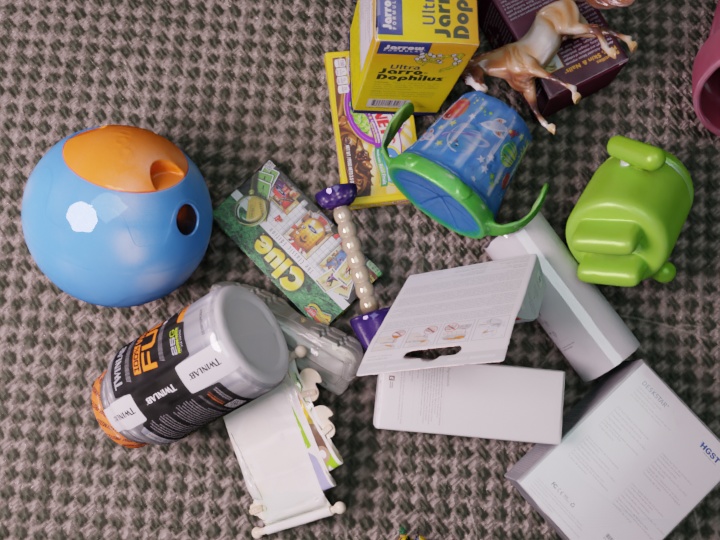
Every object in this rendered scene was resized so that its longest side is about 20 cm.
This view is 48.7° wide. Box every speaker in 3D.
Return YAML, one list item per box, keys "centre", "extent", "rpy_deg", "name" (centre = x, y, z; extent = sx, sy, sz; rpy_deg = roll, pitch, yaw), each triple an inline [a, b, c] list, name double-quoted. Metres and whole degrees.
- centre: [0.234, 0.030, 0.931]
  extent: [0.081, 0.081, 0.200]
  rpy_deg: [-35, 82, -6]
  name: "speaker"

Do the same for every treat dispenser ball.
- centre: [-0.265, -0.059, 0.876]
  extent: [0.201, 0.201, 0.201]
  rpy_deg: [0, 81, -1]
  name: "treat dispenser ball"

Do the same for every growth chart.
- centre: [-0.087, 0.194, 0.891]
  extent: [0.145, 0.018, 0.200]
  rpy_deg: [-17, 87, 22]
  name: "growth chart"

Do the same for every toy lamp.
- centre: [0.000, 0.000, 0.923]
  extent: [0.058, 0.058, 0.200]
  rpy_deg: [-14, 83, -3]
  name: "toy lamp"

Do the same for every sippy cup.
- centre: [0.122, -0.127, 0.906]
  extent: [0.178, 0.140, 0.130]
  rpy_deg: [40, 82, -19]
  name: "sippy cup"

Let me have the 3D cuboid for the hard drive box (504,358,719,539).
- centre: [0.293, 0.225, 0.902]
  extent: [0.200, 0.077, 0.156]
  rpy_deg: [-41, 84, -7]
  name: "hard drive box"

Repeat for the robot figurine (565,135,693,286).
- centre: [0.309, -0.066, 0.910]
  extent: [0.116, 0.176, 0.200]
  rpy_deg: [3, 37, 37]
  name: "robot figurine"

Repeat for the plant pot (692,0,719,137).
- centre: [0.498, -0.275, 0.941]
  extent: [0.200, 0.200, 0.179]
  rpy_deg: [10, 65, 1]
  name: "plant pot"

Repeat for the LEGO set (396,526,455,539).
- centre: [0.103, 0.357, 0.838]
  extent: [0.116, 0.154, 0.200]
  rpy_deg: [-35, 75, 11]
  name: "LEGO set"

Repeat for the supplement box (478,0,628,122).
- centre: [0.223, -0.303, 0.983]
  extent: [0.110, 0.086, 0.200]
  rpy_deg: [-27, 82, -4]
  name: "supplement box"

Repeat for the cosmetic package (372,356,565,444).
- centre: [0.118, 0.144, 0.897]
  extent: [0.200, 0.108, 0.085]
  rpy_deg: [6, 81, 1]
  name: "cosmetic package"

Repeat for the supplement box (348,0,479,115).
- centre: [0.053, -0.260, 0.891]
  extent: [0.109, 0.200, 0.109]
  rpy_deg: [0, 81, -8]
  name: "supplement box"

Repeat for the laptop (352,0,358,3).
- centre: [0.086, -0.408, 0.951]
  extent: [0.200, 0.103, 0.177]
  rpy_deg: [-1, 46, 0]
  name: "laptop"

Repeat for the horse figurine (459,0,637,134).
- centre: [0.221, -0.251, 0.900]
  extent: [0.200, 0.050, 0.133]
  rpy_deg: [-47, 66, 3]
  name: "horse figurine"

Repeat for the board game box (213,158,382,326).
- centre: [-0.079, -0.030, 0.966]
  extent: [0.105, 0.023, 0.200]
  rpy_deg: [-45, 84, -5]
  name: "board game box"

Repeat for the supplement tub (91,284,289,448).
- centre: [-0.187, 0.110, 0.862]
  extent: [0.200, 0.123, 0.123]
  rpy_deg: [-31, 81, 22]
  name: "supplement tub"

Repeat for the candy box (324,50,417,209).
- centre: [0.017, -0.179, 0.989]
  extent: [0.102, 0.026, 0.200]
  rpy_deg: [-7, 81, -6]
  name: "candy box"

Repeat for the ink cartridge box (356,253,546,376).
- centre: [0.102, 0.059, 0.846]
  extent: [0.160, 0.200, 0.047]
  rpy_deg: [-10, 117, 27]
  name: "ink cartridge box"

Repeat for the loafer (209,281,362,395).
- centre: [-0.094, 0.076, 0.923]
  extent: [0.200, 0.070, 0.070]
  rpy_deg: [29, 107, 15]
  name: "loafer"
